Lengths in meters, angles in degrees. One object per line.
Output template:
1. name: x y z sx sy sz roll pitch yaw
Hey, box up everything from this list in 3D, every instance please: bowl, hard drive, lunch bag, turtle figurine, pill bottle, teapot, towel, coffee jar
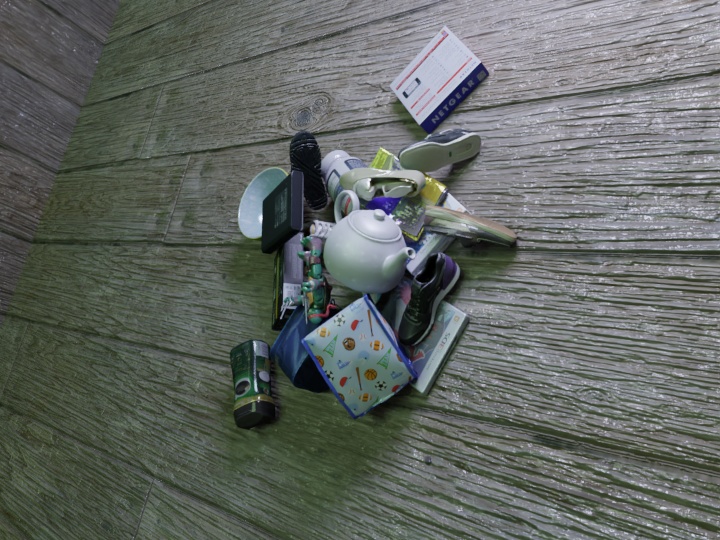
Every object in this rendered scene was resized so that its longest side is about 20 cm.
1. bowl: -0.228 -0.163 1.638 0.196 0.107 0.206 -16 63 33
2. hard drive: -0.191 -0.135 1.452 0.199 0.032 0.144 -26 61 57
3. lunch bag: 0.001 0.177 1.238 0.168 0.124 0.202 -35 88 5
4. lunch bag: -0.107 0.157 1.381 0.132 0.135 0.203 35 93 42
5. turtle figurine: -0.110 0.040 1.306 0.149 0.098 0.205 -39 45 50
6. pill bottle: -0.019 -0.205 1.477 0.120 0.119 0.201 -47 49 13
7. teapot: 0.018 -0.062 1.269 0.199 0.195 0.149 -70 -2 -60
8. towel: 0.083 -0.169 1.335 0.198 0.023 0.145 36 89 20
9. coffee jar: -0.266 0.282 1.493 0.103 0.085 0.204 -26 56 24

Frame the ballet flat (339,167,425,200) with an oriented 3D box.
1. ballet flat: 0.042 -0.182 1.297 0.194 0.070 0.071 -1 69 16

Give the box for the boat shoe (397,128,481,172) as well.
1. boat shoe: 0.167 -0.268 1.333 0.195 0.073 0.068 -17 43 -16

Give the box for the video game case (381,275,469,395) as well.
1. video game case: 0.113 0.132 1.288 0.198 0.023 0.185 32 93 43

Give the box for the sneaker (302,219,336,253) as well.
1. sneaker: -0.082 -0.085 1.504 0.196 0.080 0.079 -4 67 37

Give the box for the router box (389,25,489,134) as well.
1. router box: 0.185 -0.462 1.467 0.199 0.048 0.182 -43 50 17

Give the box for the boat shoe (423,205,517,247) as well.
1. boat shoe: 0.221 -0.079 1.242 0.195 0.072 0.067 19 107 15

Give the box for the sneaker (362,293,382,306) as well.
1. sneaker: 0.000 0.000 1.384 0.075 0.084 0.204 122 147 -49

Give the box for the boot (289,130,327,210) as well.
1. boot: -0.142 -0.267 1.497 0.075 0.204 0.169 -20 34 -8

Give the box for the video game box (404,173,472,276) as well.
1. video game box: 0.131 -0.113 1.364 0.183 0.047 0.201 -48 49 9

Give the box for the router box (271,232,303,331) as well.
1. router box: -0.181 0.030 1.501 0.158 0.051 0.205 126 146 -60

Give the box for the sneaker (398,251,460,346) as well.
1. sneaker: 0.121 0.053 1.242 0.075 0.087 0.203 29 91 41
